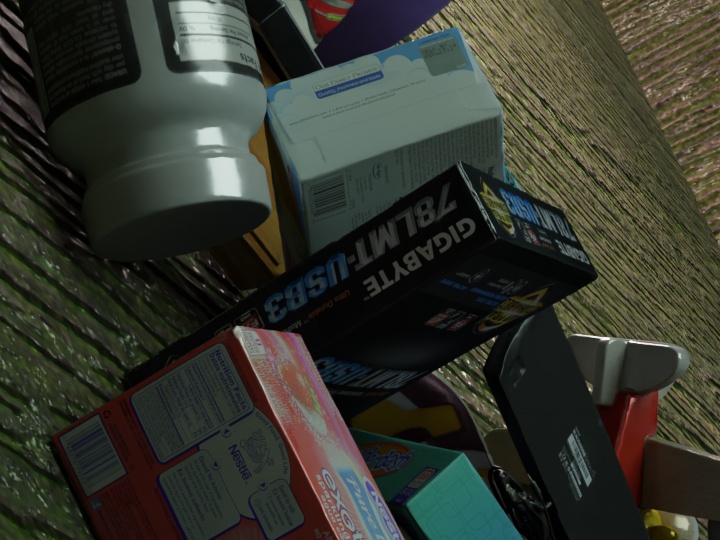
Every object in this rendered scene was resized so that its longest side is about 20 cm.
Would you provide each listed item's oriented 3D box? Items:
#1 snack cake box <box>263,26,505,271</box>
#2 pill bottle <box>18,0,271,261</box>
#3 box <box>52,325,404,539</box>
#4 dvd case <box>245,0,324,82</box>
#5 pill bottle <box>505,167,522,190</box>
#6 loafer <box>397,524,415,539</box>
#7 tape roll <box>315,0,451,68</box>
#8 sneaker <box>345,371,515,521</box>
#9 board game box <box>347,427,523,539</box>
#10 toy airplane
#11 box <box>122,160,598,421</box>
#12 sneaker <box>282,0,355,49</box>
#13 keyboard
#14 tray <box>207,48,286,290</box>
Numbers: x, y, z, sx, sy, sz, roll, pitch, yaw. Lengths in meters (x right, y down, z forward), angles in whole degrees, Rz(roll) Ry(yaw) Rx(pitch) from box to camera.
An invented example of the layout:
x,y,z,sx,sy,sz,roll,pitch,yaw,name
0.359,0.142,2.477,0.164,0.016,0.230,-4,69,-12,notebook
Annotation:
x,y,z,sx,sy,sz,roll,pitch,yaw,name
0.017,-0.030,1.341,0.201,0.114,0.067,84,-16,-54,snack cake box
-0.111,-0.114,1.253,0.116,0.116,0.202,22,53,-68,pill bottle
-0.036,0.135,1.081,0.201,0.102,0.095,62,14,11,box
-0.044,-0.115,1.504,0.150,0.025,0.200,44,-9,48,dvd case
0.038,-0.067,1.728,0.200,0.110,0.111,51,16,-28,pill bottle
-0.011,0.142,1.195,0.201,0.073,0.071,65,34,-19,loafer
-0.004,-0.228,1.718,0.085,0.199,0.200,53,15,-26,tape roll
0.048,0.135,1.430,0.201,0.075,0.090,54,14,-14,sneaker
0.058,0.177,1.292,0.201,0.045,0.152,56,-19,-17,board game box
0.172,0.140,1.598,0.141,0.199,0.201,34,26,-38,toy airplane
0.005,0.026,1.247,0.050,0.198,0.200,61,14,14,box
-0.047,-0.212,1.476,0.077,0.085,0.200,46,-9,29,sneaker
0.107,0.119,1.434,0.104,0.039,0.201,-51,127,-42,keyboard
-0.092,-0.095,1.391,0.200,0.037,0.099,51,48,-28,tray
